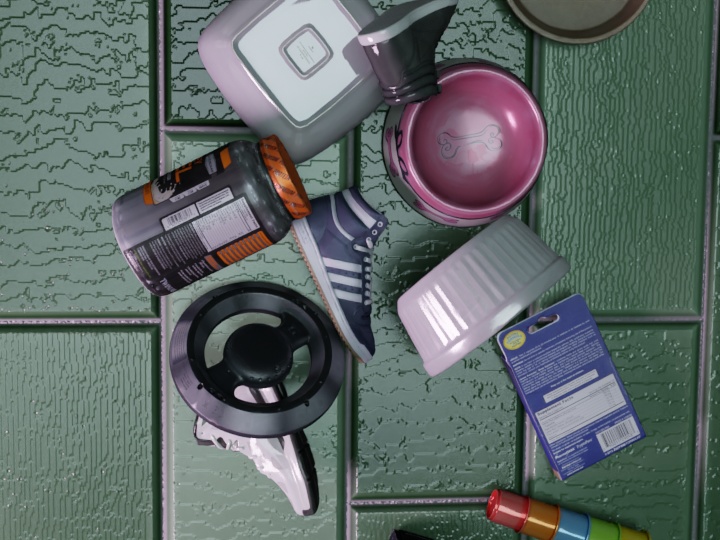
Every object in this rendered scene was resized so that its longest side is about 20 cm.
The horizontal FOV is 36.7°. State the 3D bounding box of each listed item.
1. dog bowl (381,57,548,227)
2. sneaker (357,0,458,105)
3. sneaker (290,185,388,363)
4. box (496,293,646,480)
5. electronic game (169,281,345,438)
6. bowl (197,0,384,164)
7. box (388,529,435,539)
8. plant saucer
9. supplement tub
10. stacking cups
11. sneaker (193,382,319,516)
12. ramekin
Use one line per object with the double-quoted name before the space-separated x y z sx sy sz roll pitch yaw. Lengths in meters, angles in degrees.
"dog bowl" 0.127 -0.149 1.257 0.198 0.074 0.202 -1 95 -6
"sneaker" 0.064 -0.243 1.205 0.070 0.200 0.100 -5 114 31
"sneaker" 0.000 0.000 1.260 0.108 0.070 0.201 -25 95 -1
"box" 0.253 0.138 1.318 0.121 0.032 0.201 -26 99 -3
"electronic game" -0.115 0.097 1.221 0.198 0.042 0.201 7 54 -10
"bowl" -0.064 -0.244 1.228 0.199 0.075 0.200 -39 97 -2
"box" 0.127 0.392 1.265 0.199 0.164 0.087 18 94 -7
"plant saucer" 0.252 -0.365 1.271 0.198 0.029 0.202 -1 95 -7
"supplement tub" -0.162 -0.065 1.199 0.199 0.123 0.123 -25 98 4
"stacking cups" 0.253 0.312 1.324 0.199 0.061 0.061 22 93 -6
"sneaker" -0.127 0.204 1.274 0.115 0.076 0.202 -22 89 4
"ramekin" 0.130 0.022 1.218 0.202 0.202 0.094 -38 85 -1
